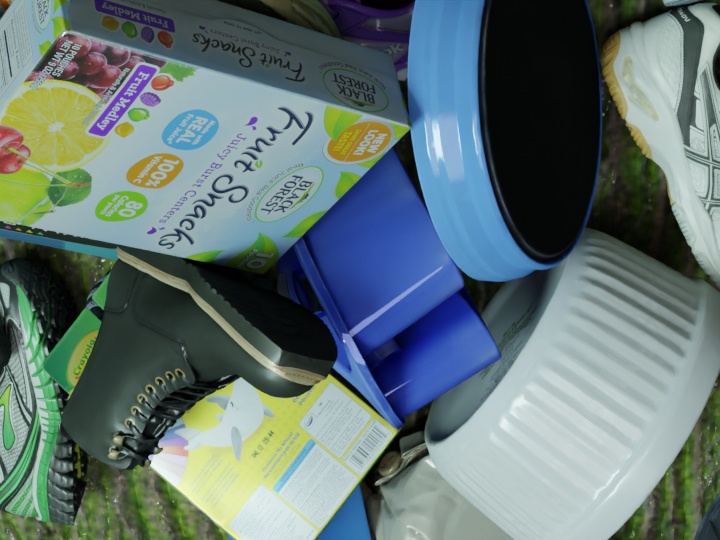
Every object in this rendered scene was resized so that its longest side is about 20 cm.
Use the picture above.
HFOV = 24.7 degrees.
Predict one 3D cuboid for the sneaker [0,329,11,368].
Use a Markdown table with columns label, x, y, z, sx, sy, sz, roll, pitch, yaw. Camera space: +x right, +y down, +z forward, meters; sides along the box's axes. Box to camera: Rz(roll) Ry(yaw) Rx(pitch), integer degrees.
| label | x | y | z | sx | sy | sz | roll | pitch | yaw |
| --- | --- | --- | --- | --- | --- | --- | --- | --- | --- |
| sneaker | -0.303 | 0.005 | 1.016 | 0.198 | 0.076 | 0.092 | 24 | 109 | 10 |

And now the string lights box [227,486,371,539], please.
| label | x | y | z | sx | sy | sz | roll | pitch | yaw |
| --- | --- | --- | --- | --- | --- | --- | --- | --- | --- |
| string lights box | -0.043 | 0.182 | 1.114 | 0.059 | 0.102 | 0.202 | -29 | 124 | -29 |

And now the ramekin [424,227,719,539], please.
| label | x | y | z | sx | sy | sz | roll | pitch | yaw |
| --- | --- | --- | --- | --- | --- | --- | --- | --- | --- |
| ramekin | 0.125 | 0.068 | 1.010 | 0.104 | 0.201 | 0.201 | 34 | 114 | -8 |

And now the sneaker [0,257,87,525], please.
| label | x | y | z | sx | sy | sz | roll | pitch | yaw |
| --- | --- | --- | --- | --- | --- | --- | --- | --- | --- |
| sneaker | -0.228 | 0.085 | 1.079 | 0.084 | 0.078 | 0.202 | 3 | 119 | -1 |

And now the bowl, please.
| label | x | y | z | sx | sy | sz | roll | pitch | yaw |
| --- | --- | --- | --- | --- | --- | --- | --- | --- | --- |
| bowl | 0.087 | -0.095 | 0.912 | 0.039 | 0.201 | 0.203 | -1 | 122 | 29 |

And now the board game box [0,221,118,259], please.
| label | x | y | z | sx | sy | sz | roll | pitch | yaw |
| --- | --- | --- | --- | --- | --- | --- | --- | --- | --- |
| board game box | -0.196 | -0.073 | 0.945 | 0.149 | 0.048 | 0.200 | 11 | 158 | -6 |

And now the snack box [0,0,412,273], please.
| label | x | y | z | sx | sy | sz | roll | pitch | yaw |
| --- | --- | --- | --- | --- | --- | --- | --- | --- | --- |
| snack box | -0.095 | -0.070 | 0.815 | 0.198 | 0.054 | 0.142 | 12 | 142 | -37 |

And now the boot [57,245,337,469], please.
| label | x | y | z | sx | sy | sz | roll | pitch | yaw |
| --- | --- | --- | --- | --- | --- | --- | --- | --- | --- |
| boot | -0.095 | 0.067 | 0.906 | 0.077 | 0.200 | 0.140 | 21 | 96 | -33 |

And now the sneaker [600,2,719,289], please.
| label | x | y | z | sx | sy | sz | roll | pitch | yaw |
| --- | --- | --- | --- | --- | --- | --- | --- | --- | --- |
| sneaker | 0.223 | -0.069 | 0.995 | 0.087 | 0.076 | 0.201 | -25 | 117 | 17 |

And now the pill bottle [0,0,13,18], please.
| label | x | y | z | sx | sy | sz | roll | pitch | yaw |
| --- | --- | --- | --- | --- | --- | --- | --- | --- | --- |
| pill bottle | -0.107 | -0.196 | 0.885 | 0.199 | 0.110 | 0.110 | -26 | 117 | 29 |

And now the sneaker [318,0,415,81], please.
| label | x | y | z | sx | sy | sz | roll | pitch | yaw |
| --- | --- | --- | --- | --- | --- | --- | --- | --- | --- |
| sneaker | -0.022 | -0.137 | 0.943 | 0.198 | 0.081 | 0.089 | -22 | 149 | 7 |

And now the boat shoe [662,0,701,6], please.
| label | x | y | z | sx | sy | sz | roll | pitch | yaw |
| --- | --- | --- | --- | --- | --- | --- | --- | --- | --- |
| boat shoe | 0.258 | -0.213 | 0.933 | 0.198 | 0.074 | 0.068 | -19 | 88 | 13 |

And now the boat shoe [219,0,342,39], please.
| label | x | y | z | sx | sy | sz | roll | pitch | yaw |
| --- | --- | --- | --- | --- | --- | --- | --- | --- | --- |
| boat shoe | -0.056 | -0.121 | 0.847 | 0.072 | 0.064 | 0.201 | -19 | 145 | 10 |

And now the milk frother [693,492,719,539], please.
| label | x | y | z | sx | sy | sz | roll | pitch | yaw |
| --- | --- | --- | --- | --- | --- | --- | --- | --- | --- |
| milk frother | 0.368 | 0.193 | 1.126 | 0.188 | 0.180 | 0.201 | 41 | 68 | -21 |

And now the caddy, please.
| label | x | y | z | sx | sy | sz | roll | pitch | yaw |
| --- | --- | --- | --- | --- | --- | --- | --- | --- | --- |
| caddy | 0.000 | 0.000 | 0.970 | 0.104 | 0.201 | 0.142 | -27 | 131 | 2 |

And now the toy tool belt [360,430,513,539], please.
| label | x | y | z | sx | sy | sz | roll | pitch | yaw |
| --- | --- | --- | --- | --- | --- | --- | --- | --- | --- |
| toy tool belt | 0.083 | 0.190 | 1.133 | 0.199 | 0.123 | 0.126 | 35 | 77 | -23 |

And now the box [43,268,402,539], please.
| label | x | y | z | sx | sy | sz | roll | pitch | yaw |
| --- | --- | --- | --- | --- | --- | --- | --- | --- | --- |
| box | -0.086 | 0.078 | 1.001 | 0.199 | 0.048 | 0.118 | 39 | 92 | 4 |

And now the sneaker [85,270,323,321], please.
| label | x | y | z | sx | sy | sz | roll | pitch | yaw |
| --- | --- | --- | --- | --- | --- | --- | --- | --- | --- |
| sneaker | -0.081 | 0.055 | 1.077 | 0.197 | 0.075 | 0.088 | 11 | 129 | 6 |
